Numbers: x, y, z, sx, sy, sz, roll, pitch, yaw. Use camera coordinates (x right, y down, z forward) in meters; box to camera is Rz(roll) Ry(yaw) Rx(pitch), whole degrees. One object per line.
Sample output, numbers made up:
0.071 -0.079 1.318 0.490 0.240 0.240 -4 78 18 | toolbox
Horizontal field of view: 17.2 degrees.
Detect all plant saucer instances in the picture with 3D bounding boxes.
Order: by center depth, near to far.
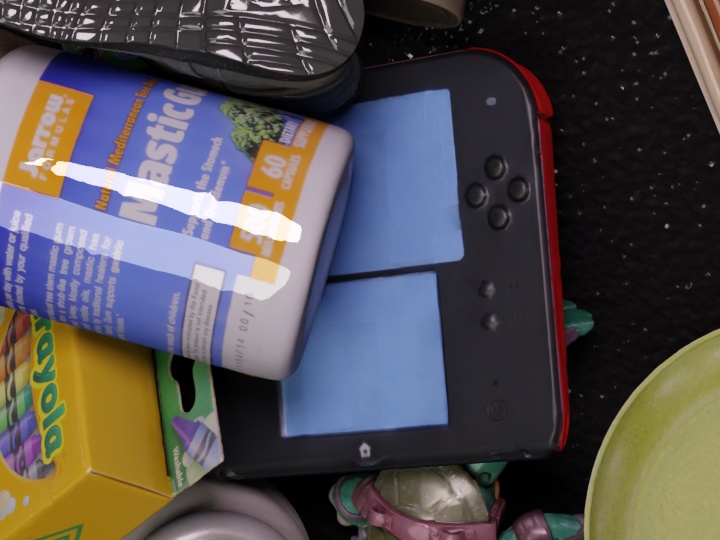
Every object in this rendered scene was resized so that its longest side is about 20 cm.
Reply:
0.193 0.114 0.991 0.199 0.201 0.031 23 160 16 | plant saucer

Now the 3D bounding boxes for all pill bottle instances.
-0.110 -0.031 1.006 0.198 0.112 0.113 15 119 2 | pill bottle

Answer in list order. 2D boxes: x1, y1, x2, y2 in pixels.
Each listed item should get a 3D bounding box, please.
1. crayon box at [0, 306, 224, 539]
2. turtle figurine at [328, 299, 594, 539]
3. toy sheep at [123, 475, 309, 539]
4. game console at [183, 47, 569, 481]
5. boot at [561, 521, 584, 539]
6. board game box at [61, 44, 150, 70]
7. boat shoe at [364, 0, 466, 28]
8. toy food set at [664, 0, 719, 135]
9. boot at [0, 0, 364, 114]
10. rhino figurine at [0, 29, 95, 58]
-0.149 0.076 1.078 0.051 0.126 0.200 22 133 -37 | crayon box
0.047 0.106 1.094 0.149 0.101 0.202 12 109 16 | turtle figurine
-0.084 0.152 1.135 0.137 0.200 0.139 -4 107 -13 | toy sheep
0.000 0.000 1.059 0.199 0.031 0.178 -7 81 34 | game console
0.112 0.176 1.023 0.200 0.070 0.132 -40 51 -3 | boot
-0.101 -0.193 1.071 0.134 0.029 0.201 -7 108 29 | board game box
-0.044 -0.161 1.009 0.199 0.072 0.069 15 83 -11 | boat shoe
0.182 -0.108 0.949 0.143 0.060 0.201 -17 104 31 | toy food set
-0.093 -0.107 0.996 0.199 0.131 0.068 17 82 -2 | boot
-0.186 -0.066 1.085 0.198 0.060 0.088 -7 93 0 | rhino figurine
